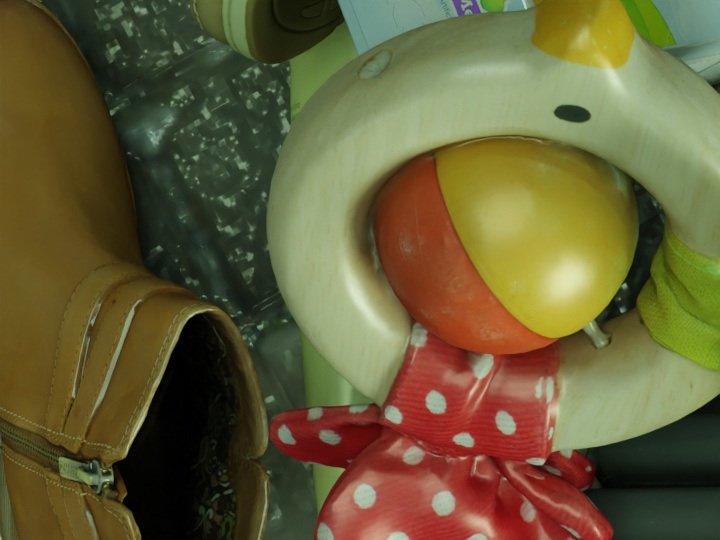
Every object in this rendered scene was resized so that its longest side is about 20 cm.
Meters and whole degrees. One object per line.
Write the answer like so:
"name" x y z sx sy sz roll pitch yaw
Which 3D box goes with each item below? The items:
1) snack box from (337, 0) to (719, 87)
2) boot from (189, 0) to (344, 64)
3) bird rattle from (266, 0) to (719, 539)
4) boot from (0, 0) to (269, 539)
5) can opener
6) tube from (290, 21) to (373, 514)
"snack box" 0.065 -0.133 0.771 0.068 0.199 0.169 -26 82 45
"boot" -0.051 -0.156 0.822 0.154 0.072 0.201 19 55 10
"bird rattle" 0.047 0.003 0.694 0.199 0.113 0.163 -18 124 37
"boot" -0.081 0.010 0.804 0.076 0.155 0.201 -3 91 -21
"can opener" 0.085 0.072 0.780 0.066 0.200 0.053 43 62 -21
"tube" 0.000 0.000 0.842 0.052 0.058 0.201 -7 80 51
